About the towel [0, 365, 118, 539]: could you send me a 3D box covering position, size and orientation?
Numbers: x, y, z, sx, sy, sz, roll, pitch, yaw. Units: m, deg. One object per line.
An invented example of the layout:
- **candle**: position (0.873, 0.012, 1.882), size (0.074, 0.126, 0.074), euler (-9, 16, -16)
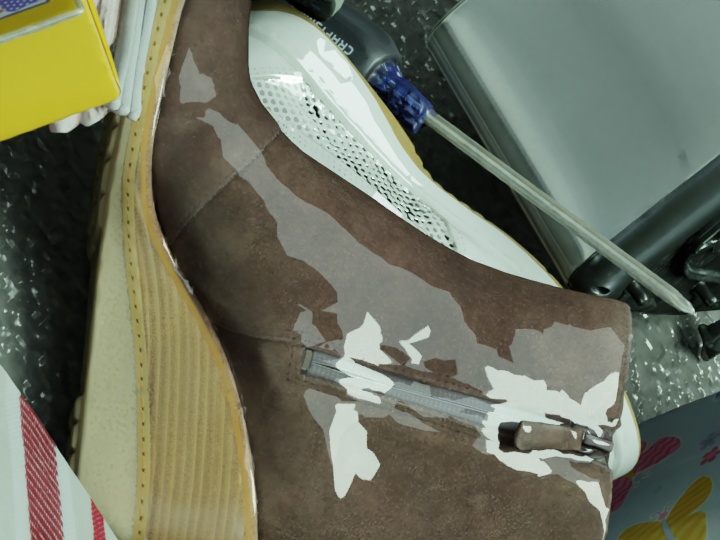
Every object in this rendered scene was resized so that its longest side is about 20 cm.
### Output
- **towel**: position (-0.093, 0.070, 0.633), size (0.201, 0.023, 0.144), euler (61, 5, -30)

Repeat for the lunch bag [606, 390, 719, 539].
- **lunch bag**: position (0.180, 0.135, 0.845), size (0.200, 0.169, 0.127), euler (51, 45, -14)

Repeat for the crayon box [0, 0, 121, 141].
- **crayon box**: position (-0.136, -0.078, 0.620), size (0.200, 0.125, 0.052), euler (-112, -176, -50)

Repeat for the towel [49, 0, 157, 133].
- **towel**: position (-0.066, -0.169, 0.701), size (0.032, 0.201, 0.192), euler (5, 35, -13)

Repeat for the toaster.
- **toaster**: position (0.138, -0.069, 0.866), size (0.119, 0.200, 0.181), euler (58, 22, 17)

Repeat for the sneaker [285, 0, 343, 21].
- **sneaker**: position (-0.008, -0.137, 0.739), size (0.077, 0.200, 0.086), euler (30, 84, -10)

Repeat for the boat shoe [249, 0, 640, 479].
- **boat shoe**: position (0.006, 0.006, 0.815), size (0.200, 0.071, 0.069), euler (47, 58, 2)

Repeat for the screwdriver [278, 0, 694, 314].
- **screwdriver**: position (0.031, -0.040, 0.810), size (0.029, 0.028, 0.200), euler (-29, 54, -26)

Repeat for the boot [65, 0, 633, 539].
- **boot**: position (0.000, 0.000, 0.761), size (0.165, 0.072, 0.202), euler (7, 83, -9)
